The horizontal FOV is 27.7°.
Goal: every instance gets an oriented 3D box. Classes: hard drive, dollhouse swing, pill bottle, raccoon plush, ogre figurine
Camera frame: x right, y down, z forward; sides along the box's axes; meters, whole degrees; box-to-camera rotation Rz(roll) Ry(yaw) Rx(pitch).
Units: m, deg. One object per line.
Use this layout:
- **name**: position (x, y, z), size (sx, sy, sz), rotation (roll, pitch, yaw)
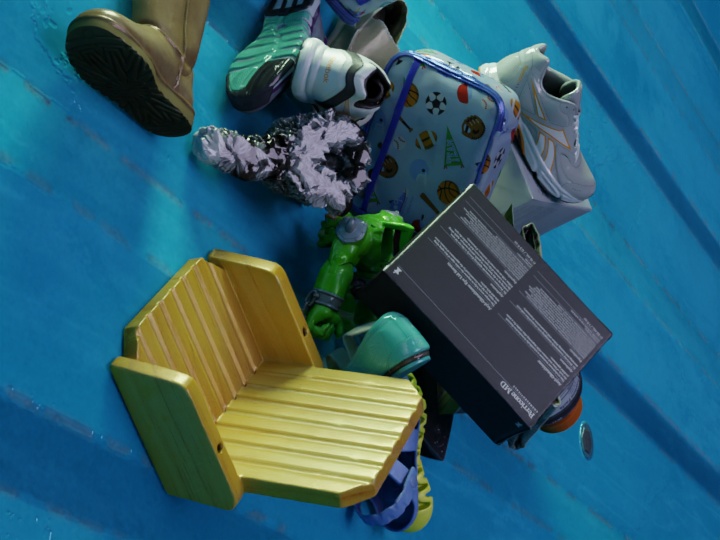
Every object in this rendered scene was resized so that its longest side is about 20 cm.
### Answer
- **hard drive**: position (0.068, 0.099, 1.636), size (0.135, 0.042, 0.201), rotation (51, 40, -43)
- **dollhouse swing**: position (-0.068, 0.086, 1.240), size (0.200, 0.175, 0.182), rotation (-52, 128, -53)
- **pill bottle**: position (0.214, 0.126, 1.838), size (0.200, 0.106, 0.107), rotation (53, 38, -43)
- **raccoon plush**: position (-0.081, -0.117, 1.408), size (0.199, 0.134, 0.097), rotation (21, 84, -25)
- **ogre figurine**: position (0.000, 0.000, 1.458), size (0.200, 0.098, 0.120), rotation (1, 108, -52)

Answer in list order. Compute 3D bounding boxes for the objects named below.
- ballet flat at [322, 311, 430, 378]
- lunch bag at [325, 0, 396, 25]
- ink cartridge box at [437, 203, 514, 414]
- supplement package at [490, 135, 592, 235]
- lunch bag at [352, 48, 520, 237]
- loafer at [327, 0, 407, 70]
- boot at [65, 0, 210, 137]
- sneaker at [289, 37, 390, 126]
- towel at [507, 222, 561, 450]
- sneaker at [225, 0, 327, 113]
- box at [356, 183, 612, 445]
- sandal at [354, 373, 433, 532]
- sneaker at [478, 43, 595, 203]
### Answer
- **ballet flat**: position (0.001, 0.095, 1.392), size (0.067, 0.200, 0.071), rotation (-18, 72, -35)
- **lunch bag**: position (-0.036, -0.359, 1.501), size (0.200, 0.082, 0.161), rotation (39, 32, -54)
- **ink cartridge box**: position (0.123, 0.045, 1.563), size (0.148, 0.075, 0.201), rotation (105, -16, -76)
- **supplement package**: position (0.146, -0.111, 1.697), size (0.200, 0.151, 0.151), rotation (2, 64, -62)
- **lunch bag**: position (0.069, -0.126, 1.544), size (0.076, 0.160, 0.201), rotation (-25, 140, -63)
- **loafer**: position (0.004, -0.237, 1.586), size (0.076, 0.068, 0.201), rotation (53, 38, -42)
- **boot**: position (-0.182, -0.238, 1.243), size (0.175, 0.066, 0.201), rotation (55, 36, -60)
- **sneaker**: position (-0.007, -0.170, 1.431), size (0.200, 0.080, 0.074), rotation (12, 94, -77)
- **towel**: position (0.179, 0.074, 1.558), size (0.200, 0.034, 0.193), rotation (98, -9, -67)
- **sneaker**: position (-0.069, -0.196, 1.435), size (0.200, 0.074, 0.088), rotation (-67, 143, -47)
- **box**: position (0.118, 0.042, 1.390), size (0.200, 0.079, 0.141), rotation (47, 59, 0)
- **sandal**: position (0.023, 0.180, 1.495), size (0.087, 0.079, 0.201), rotation (-16, 95, -59)
- **sneaker**: position (0.214, -0.158, 1.585), size (0.200, 0.092, 0.076), rotation (49, 28, -29)
